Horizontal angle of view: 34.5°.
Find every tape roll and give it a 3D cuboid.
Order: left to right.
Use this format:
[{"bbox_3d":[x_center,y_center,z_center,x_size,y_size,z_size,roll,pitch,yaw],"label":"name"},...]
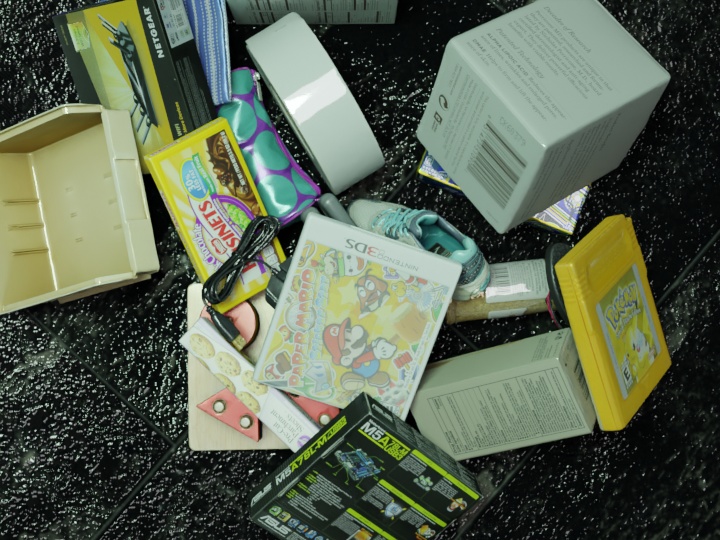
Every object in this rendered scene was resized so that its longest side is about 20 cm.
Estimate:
[{"bbox_3d":[-0.052,-0.190,1.331,0.070,0.202,0.203,-31,88,0],"label":"tape roll"}]

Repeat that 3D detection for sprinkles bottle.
[{"bbox_3d":[0.196,0.020,1.389,0.198,0.068,0.069,-6,88,0],"label":"sprinkles bottle"}]

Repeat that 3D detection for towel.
[{"bbox_3d":[-0.238,-0.260,1.369,0.199,0.024,0.146,-2,95,33],"label":"towel"}]

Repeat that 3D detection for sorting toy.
[{"bbox_3d":[-0.110,0.114,1.384,0.197,0.070,0.202,-1,88,0],"label":"sorting toy"}]

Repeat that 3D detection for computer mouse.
[{"bbox_3d":[-0.081,0.047,1.312,0.200,0.046,0.141,46,77,-12],"label":"computer mouse"}]

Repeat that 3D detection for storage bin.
[{"bbox_3d":[-0.340,-0.069,1.334,0.197,0.093,0.202,-14,86,37],"label":"storage bin"}]

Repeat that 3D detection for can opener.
[{"bbox_3d":[0.000,0.000,1.368,0.053,0.066,0.201,-39,107,-9],"label":"can opener"}]

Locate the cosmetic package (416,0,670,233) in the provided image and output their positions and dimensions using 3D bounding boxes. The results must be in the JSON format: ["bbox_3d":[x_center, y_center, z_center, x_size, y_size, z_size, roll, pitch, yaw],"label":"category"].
[{"bbox_3d":[0.200,-0.182,1.299,0.199,0.165,0.165,-29,68,-28],"label":"cosmetic package"}]

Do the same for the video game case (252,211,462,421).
[{"bbox_3d":[-0.004,0.057,1.290,0.181,0.023,0.201,18,104,-8],"label":"video game case"}]

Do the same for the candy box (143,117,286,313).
[{"bbox_3d":[-0.159,-0.060,1.315,0.102,0.026,0.201,-29,113,-17],"label":"candy box"}]

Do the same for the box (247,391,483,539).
[{"bbox_3d":[0.006,0.258,1.323,0.193,0.048,0.200,-45,119,13],"label":"box"}]

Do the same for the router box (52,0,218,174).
[{"bbox_3d":[-0.253,-0.213,1.337,0.156,0.052,0.201,-3,112,33],"label":"router box"}]

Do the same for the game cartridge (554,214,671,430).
[{"bbox_3d":[0.292,0.053,1.323,0.032,0.176,0.201,-7,108,37],"label":"game cartridge"}]

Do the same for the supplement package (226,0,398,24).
[{"bbox_3d":[-0.056,-0.381,1.364,0.198,0.151,0.153,-1,88,0],"label":"supplement package"}]

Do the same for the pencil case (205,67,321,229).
[{"bbox_3d":[-0.123,-0.145,1.388,0.092,0.085,0.201,-30,88,13],"label":"pencil case"}]

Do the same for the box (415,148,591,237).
[{"bbox_3d":[0.170,-0.108,1.396,0.199,0.064,0.071,22,88,2],"label":"box"}]

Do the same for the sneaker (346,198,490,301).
[{"bbox_3d":[0.065,-0.047,1.355,0.199,0.087,0.078,27,67,27],"label":"sneaker"}]

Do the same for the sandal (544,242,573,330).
[{"bbox_3d":[0.248,0.049,1.332,0.200,0.045,0.075,53,51,-36],"label":"sandal"}]

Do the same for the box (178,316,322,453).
[{"bbox_3d":[-0.123,0.134,1.329,0.200,0.039,0.041,44,90,2],"label":"box"}]

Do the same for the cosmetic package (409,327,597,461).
[{"bbox_3d":[0.162,0.145,1.327,0.199,0.071,0.106,-16,110,29],"label":"cosmetic package"}]
